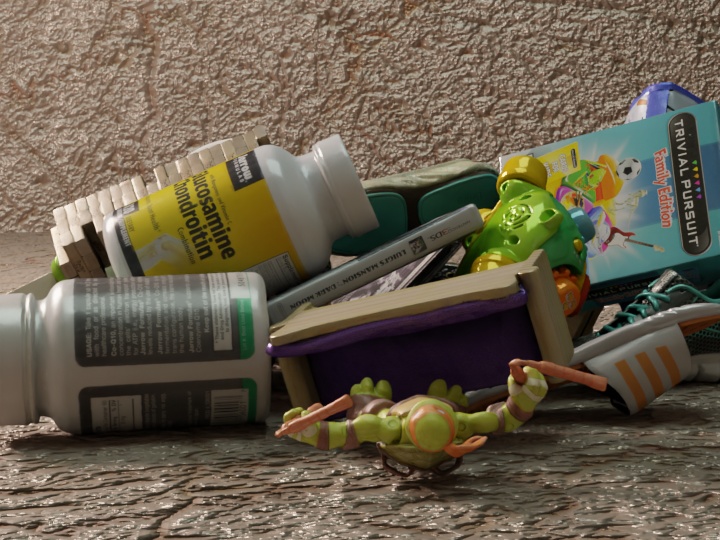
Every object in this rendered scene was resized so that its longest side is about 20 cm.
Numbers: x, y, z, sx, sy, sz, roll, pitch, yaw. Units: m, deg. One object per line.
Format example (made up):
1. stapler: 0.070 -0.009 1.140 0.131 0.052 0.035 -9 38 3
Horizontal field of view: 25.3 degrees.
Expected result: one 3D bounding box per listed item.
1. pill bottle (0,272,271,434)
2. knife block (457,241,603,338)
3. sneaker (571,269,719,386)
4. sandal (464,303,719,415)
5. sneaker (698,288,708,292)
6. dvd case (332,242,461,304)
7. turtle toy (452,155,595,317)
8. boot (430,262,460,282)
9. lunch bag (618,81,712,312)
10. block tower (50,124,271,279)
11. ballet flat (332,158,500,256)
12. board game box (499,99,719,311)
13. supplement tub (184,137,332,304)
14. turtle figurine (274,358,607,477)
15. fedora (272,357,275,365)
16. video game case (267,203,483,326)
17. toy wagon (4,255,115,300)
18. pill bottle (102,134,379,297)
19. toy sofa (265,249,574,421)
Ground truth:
1. pill bottle: -0.168 0.060 1.163 0.200 0.113 0.113 -2 6 -9
2. knife block: 0.140 -0.023 1.480 0.175 0.064 0.200 22 20 -3
3. sneaker: 0.235 0.045 1.284 0.200 0.091 0.078 -6 10 -24
4. sandal: 0.174 0.082 1.162 0.207 0.059 0.079 -22 -13 4
5. sneaker: 0.351 0.043 1.370 0.200 0.074 0.082 1 4 19
6. dvd case: 0.017 0.018 1.537 0.149 0.016 0.200 -46 12 -5
7. turtle toy: 0.123 0.014 1.282 0.101 0.146 0.200 24 -38 -5
8. boot: 0.081 0.039 1.504 0.200 0.073 0.151 10 10 26
9. lunch bag: 0.295 -0.054 1.498 0.124 0.170 0.200 -2 -31 20
10. block tower: -0.159 -0.050 1.332 0.200 0.054 0.058 -24 43 -2
11. ballet flat: 0.034 -0.058 1.438 0.200 0.067 0.062 -12 27 -24
12. board game box: 0.222 -0.049 1.375 0.200 0.151 0.047 -14 -32 23
13. supplement tub: -0.095 -0.016 1.456 0.122 0.123 0.200 0 -36 16
14. turtle figurine: 0.047 0.095 0.998 0.200 0.064 0.161 -11 -1 -4
15. fedora: -0.174 0.049 1.366 0.200 0.092 0.201 -2 5 0
16. video game case: 0.000 0.000 1.307 0.182 0.023 0.200 -26 1 -7
17. toy wagon: -0.245 0.035 1.455 0.200 0.040 0.155 -7 -28 -43
18. pill bottle: -0.092 -0.031 1.260 0.200 0.112 0.112 -24 6 0
19. toy sofa: 0.041 0.054 1.107 0.200 0.083 0.098 -13 11 19
